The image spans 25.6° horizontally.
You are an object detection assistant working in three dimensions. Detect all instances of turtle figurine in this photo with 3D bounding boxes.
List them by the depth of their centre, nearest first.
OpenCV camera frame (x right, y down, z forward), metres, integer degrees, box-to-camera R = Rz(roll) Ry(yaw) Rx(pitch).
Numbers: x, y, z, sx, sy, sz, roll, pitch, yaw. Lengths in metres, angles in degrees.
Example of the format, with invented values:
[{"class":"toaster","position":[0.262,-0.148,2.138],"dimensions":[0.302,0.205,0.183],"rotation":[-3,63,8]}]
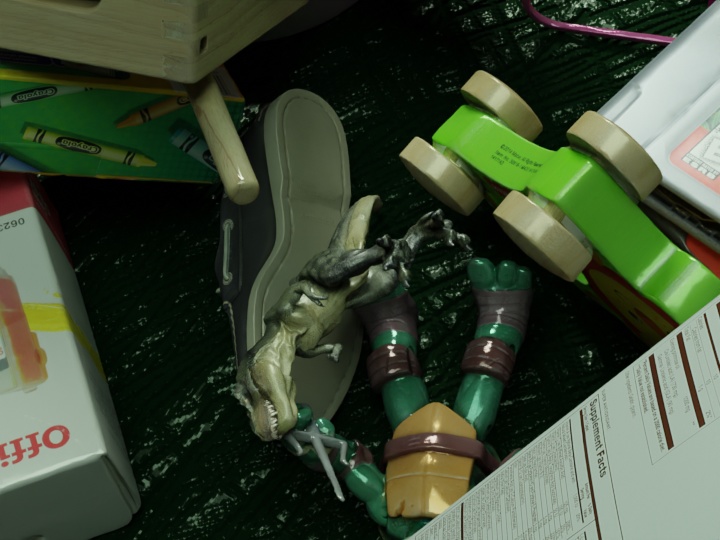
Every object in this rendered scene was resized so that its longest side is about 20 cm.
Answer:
[{"class":"turtle figurine","position":[0.034,0.087,0.766],"dimensions":[0.150,0.101,0.200],"rotation":[5,49,2]}]

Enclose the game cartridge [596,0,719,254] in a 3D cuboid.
[{"class":"game cartridge","position":[0.224,-0.056,0.786],"dimensions":[0.133,0.041,0.200],"rotation":[-41,59,-18]}]

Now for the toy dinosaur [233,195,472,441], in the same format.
[{"class":"toy dinosaur","position":[0.000,0.000,0.774],"dimensions":[0.088,0.047,0.200],"rotation":[-23,22,35]}]

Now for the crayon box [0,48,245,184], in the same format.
[{"class":"crayon box","position":[-0.176,-0.107,0.848],"dimensions":[0.200,0.058,0.119],"rotation":[2,35,-29]}]

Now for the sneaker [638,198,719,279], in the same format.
[{"class":"sneaker","position":[0.241,0.006,0.801],"dimensions":[0.108,0.067,0.201],"rotation":[-35,61,-9]}]

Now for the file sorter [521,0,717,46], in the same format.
[{"class":"file sorter","position":[0.171,-0.246,0.905],"dimensions":[0.125,0.139,0.200],"rotation":[12,64,14]}]

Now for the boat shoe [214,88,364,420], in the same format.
[{"class":"boat shoe","position":[-0.044,0.001,0.857],"dimensions":[0.063,0.073,0.200],"rotation":[-24,57,44]}]

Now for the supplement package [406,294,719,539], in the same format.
[{"class":"supplement package","position":[0.148,0.147,0.592],"dimensions":[0.200,0.191,0.147],"rotation":[-42,22,23]}]

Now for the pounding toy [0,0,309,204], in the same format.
[{"class":"pounding toy","position":[-0.107,-0.148,0.787],"dimensions":[0.200,0.142,0.184],"rotation":[13,28,15]}]

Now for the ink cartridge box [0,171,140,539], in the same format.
[{"class":"ink cartridge box","position":[-0.213,0.051,0.823],"dimensions":[0.145,0.083,0.200],"rotation":[-20,61,-5]}]

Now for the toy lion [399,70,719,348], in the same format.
[{"class":"toy lion","position":[0.129,0.000,0.773],"dimensions":[0.069,0.192,0.200],"rotation":[-47,25,-1]}]

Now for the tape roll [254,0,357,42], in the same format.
[{"class":"tape roll","position":[-0.070,-0.239,0.973],"dimensions":[0.200,0.066,0.200],"rotation":[-3,61,6]}]
